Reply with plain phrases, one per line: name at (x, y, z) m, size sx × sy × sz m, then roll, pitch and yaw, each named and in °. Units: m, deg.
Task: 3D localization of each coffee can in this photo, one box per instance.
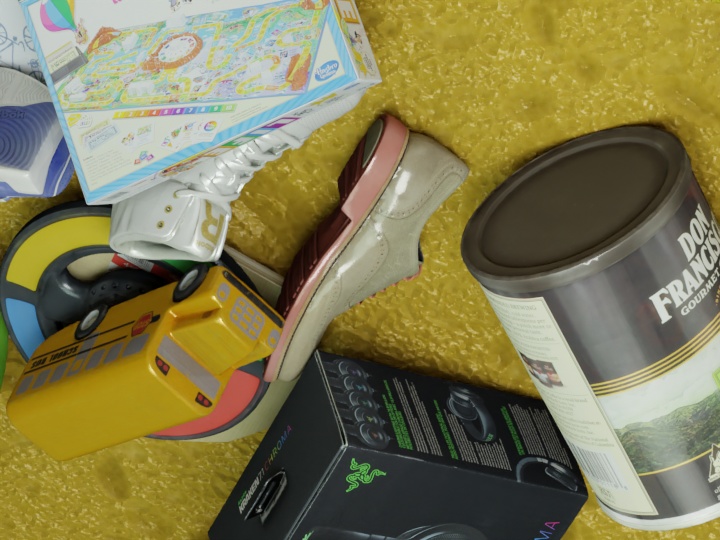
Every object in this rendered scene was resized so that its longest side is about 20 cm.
coffee can at (0.168, 0.035, 1.431) m, size 0.146 × 0.147 × 0.200 m, roll -13°, pitch 122°, yaw 30°

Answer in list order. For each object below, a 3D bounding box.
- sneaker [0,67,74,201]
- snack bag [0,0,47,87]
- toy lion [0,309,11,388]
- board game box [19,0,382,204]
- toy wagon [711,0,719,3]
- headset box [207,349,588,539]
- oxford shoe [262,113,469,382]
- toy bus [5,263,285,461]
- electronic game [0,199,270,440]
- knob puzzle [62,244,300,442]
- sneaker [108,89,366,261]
sneaker at (-0.260, -0.070, 1.565) m, size 0.199 × 0.081 × 0.115 m, roll 9°, pitch 146°, yaw 30°
snack bag at (-0.185, -0.185, 1.484) m, size 0.199 × 0.021 × 0.189 m, roll 8°, pitch 129°, yaw 16°
toy lion at (-0.354, 0.082, 1.675) m, size 0.199 × 0.069 × 0.193 m, roll 13°, pitch 94°, yaw 11°
board game box at (-0.098, -0.137, 1.412) m, size 0.199 × 0.034 × 0.135 m, roll -22°, pitch 83°, yaw 25°
toy wagon at (0.287, -0.135, 1.314) m, size 0.199 × 0.040 × 0.156 m, roll 14°, pitch 131°, yaw 11°
headset box at (0.016, 0.158, 1.555) m, size 0.199 × 0.093 × 0.174 m, roll 15°, pitch 124°, yaw -27°
oxford shoe at (0.000, 0.000, 1.503) m, size 0.075 × 0.071 × 0.200 m, roll 24°, pitch 118°, yaw -13°
toy bus at (-0.140, 0.061, 1.518) m, size 0.200 × 0.078 × 0.065 m, roll -20°, pitch 125°, yaw 45°
electronic game at (-0.151, 0.036, 1.594) m, size 0.199 × 0.042 × 0.201 m, roll 11°, pitch 130°, yaw 14°
knob puzzle at (-0.126, 0.043, 1.638) m, size 0.218 × 0.031 × 0.220 m, roll 11°, pitch 130°, yaw 13°
sneaker at (-0.076, -0.062, 1.464) m, size 0.199 × 0.116 × 0.074 m, roll -16°, pitch 151°, yaw 38°
